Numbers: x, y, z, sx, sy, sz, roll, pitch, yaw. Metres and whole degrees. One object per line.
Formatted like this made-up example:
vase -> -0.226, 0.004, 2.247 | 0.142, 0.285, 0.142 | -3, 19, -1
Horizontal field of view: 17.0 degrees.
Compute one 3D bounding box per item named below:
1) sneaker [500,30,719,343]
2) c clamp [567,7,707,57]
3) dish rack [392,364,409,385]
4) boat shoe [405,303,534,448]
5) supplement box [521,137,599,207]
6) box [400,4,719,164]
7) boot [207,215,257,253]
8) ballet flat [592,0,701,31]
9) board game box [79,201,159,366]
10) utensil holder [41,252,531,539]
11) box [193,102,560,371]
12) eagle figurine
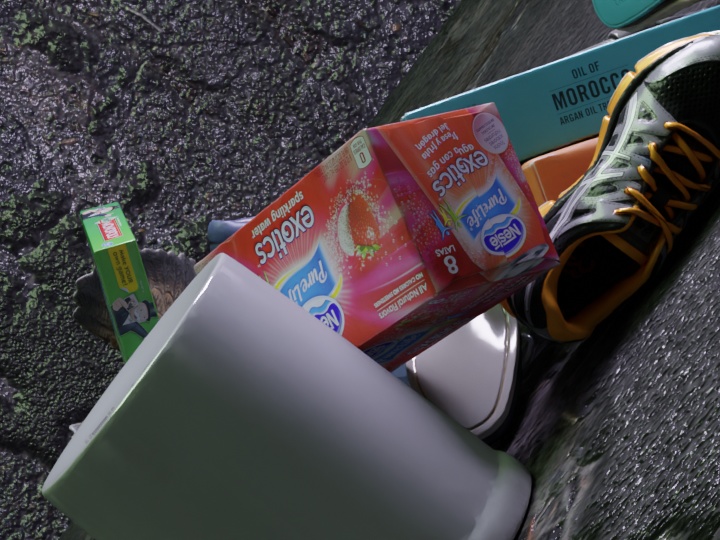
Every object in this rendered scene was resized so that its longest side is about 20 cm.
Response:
sneaker -> 0.154, -0.039, 1.305 | 0.200, 0.078, 0.077 | -55, 19, 13
c clamp -> 0.133, -0.136, 1.726 | 0.200, 0.027, 0.171 | -30, 7, -15
dish rack -> -0.027, 0.070, 1.600 | 0.172, 0.199, 0.044 | -165, 70, -81
boat shoe -> 0.060, 0.039, 1.432 | 0.075, 0.062, 0.200 | -24, 41, 5
supplement box -> 0.113, -0.032, 1.458 | 0.066, 0.069, 0.200 | -18, 0, -13
box -> 0.123, -0.098, 1.421 | 0.200, 0.049, 0.082 | -19, -1, -4
boot -> 0.000, 0.000, 1.571 | 0.073, 0.199, 0.091 | -169, 73, -75
ballet flat -> 0.234, -0.213, 1.629 | 0.200, 0.069, 0.070 | -14, 37, 58
board game box -> -0.133, 0.065, 1.531 | 0.029, 0.201, 0.135 | -17, 14, -8
utensil holder -> -0.039, 0.110, 1.248 | 0.170, 0.200, 0.170 | -51, 7, 8
box -> 0.005, -0.003, 1.329 | 0.095, 0.100, 0.200 | -15, -12, -37
eagle figurine -> -0.131, 0.085, 1.724 | 0.151, 0.152, 0.200 | -49, -15, -5
